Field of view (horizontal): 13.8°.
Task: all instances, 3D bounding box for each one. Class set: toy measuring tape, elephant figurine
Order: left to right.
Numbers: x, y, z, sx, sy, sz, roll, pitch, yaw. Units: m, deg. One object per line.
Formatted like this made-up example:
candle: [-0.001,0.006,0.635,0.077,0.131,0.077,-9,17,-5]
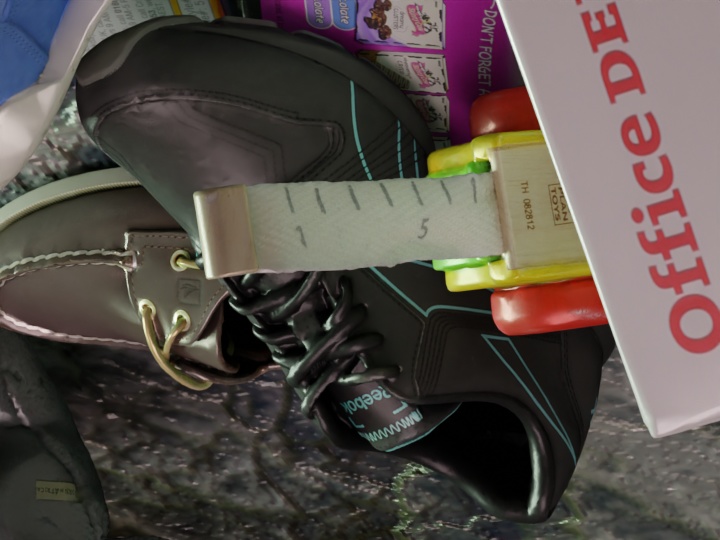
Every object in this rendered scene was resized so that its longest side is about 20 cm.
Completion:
elephant figurine: [-0.195,0.086,1.133,0.141,0.156,0.200,-21,180,-39]
toy measuring tape: [0.023,-0.013,0.787,0.199,0.074,0.074,-7,159,-40]

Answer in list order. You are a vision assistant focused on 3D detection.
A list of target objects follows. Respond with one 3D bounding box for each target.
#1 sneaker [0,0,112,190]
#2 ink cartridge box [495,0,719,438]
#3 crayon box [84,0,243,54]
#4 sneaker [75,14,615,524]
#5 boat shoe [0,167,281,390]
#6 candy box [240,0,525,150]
sneaker: [-0.113,-0.097,0.779,0.111,0.077,0.200,24,134,-21]
ink cartridge box: [0.141,-0.074,0.689,0.199,0.145,0.148,-17,100,14]
crayon box: [-0.140,-0.117,0.862,0.199,0.052,0.126,-3,137,15]
sneaker: [0.000,0.000,0.844,0.200,0.080,0.075,34,139,-30]
boat shoe: [-0.041,0.007,1.021,0.199,0.060,0.072,-1,145,13]
candy box: [0.070,-0.072,0.846,0.199,0.061,0.137,5,145,7]
